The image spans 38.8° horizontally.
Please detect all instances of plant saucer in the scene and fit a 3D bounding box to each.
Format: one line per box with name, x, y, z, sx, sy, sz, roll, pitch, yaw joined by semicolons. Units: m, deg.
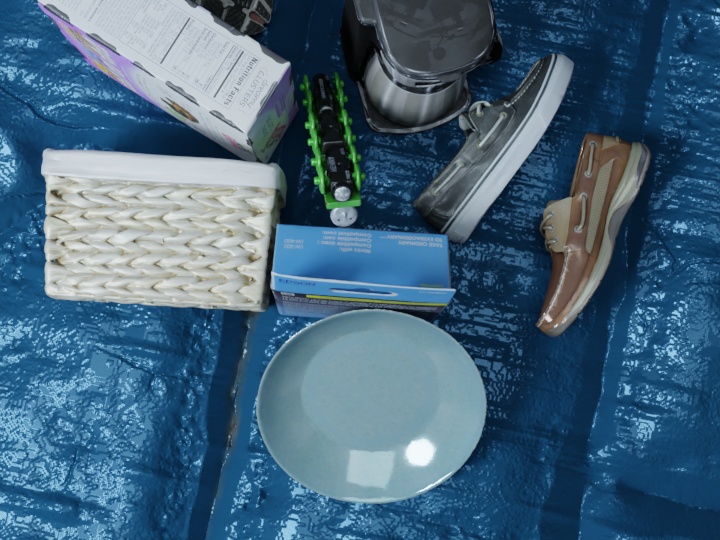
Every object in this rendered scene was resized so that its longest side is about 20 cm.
plant saucer;0.010;0.113;0.895;0.199;0.039;0.203;0;118;0

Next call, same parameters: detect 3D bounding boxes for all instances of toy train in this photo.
toy train;-0.026;-0.108;0.884;0.041;0.201;0.057;-5;128;-5

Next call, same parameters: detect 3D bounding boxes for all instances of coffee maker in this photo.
coffee maker;0.034;-0.229;0.881;0.134;0.200;0.193;-38;87;-6

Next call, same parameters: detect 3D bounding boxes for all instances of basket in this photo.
basket;-0.167;-0.031;0.887;0.198;0.136;0.125;4;88;-2

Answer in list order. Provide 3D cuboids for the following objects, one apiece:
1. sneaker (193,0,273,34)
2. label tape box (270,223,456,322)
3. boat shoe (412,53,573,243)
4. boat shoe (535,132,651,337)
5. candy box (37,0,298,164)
sneaker;-0.172;-0.282;0.942;0.199;0.085;0.078;24;91;-22
label tape box;0.000;0.000;0.854;0.142;0.200;0.067;4;79;-2
boat shoe;0.121;-0.123;0.936;0.071;0.072;0.201;34;86;-3
boat shoe;0.197;-0.036;0.935;0.071;0.076;0.201;24;74;4
candy box;-0.156;-0.180;0.883;0.199;0.168;0.072;32;85;1
